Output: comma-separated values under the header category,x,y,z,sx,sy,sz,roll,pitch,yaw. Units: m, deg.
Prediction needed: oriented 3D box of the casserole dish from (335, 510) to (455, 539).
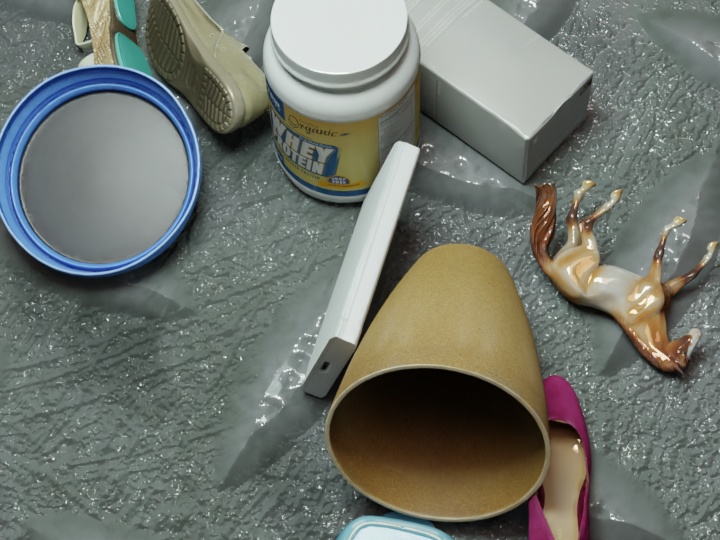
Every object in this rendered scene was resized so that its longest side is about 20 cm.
category,x,y,z,sx,sy,sz,roll,pitch,yaw
casserole dish,0.020,0.286,1.349,0.120,0.039,0.202,10,62,8

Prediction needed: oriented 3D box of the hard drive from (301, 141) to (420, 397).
category,x,y,z,sx,sy,sz,roll,pitch,yaw
hard drive,0.000,0.000,1.456,0.026,0.132,0.201,21,62,-5

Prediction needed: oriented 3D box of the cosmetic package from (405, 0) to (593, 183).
category,x,y,z,sx,sy,sz,roll,pitch,yaw
cosmetic package,0.117,-0.190,1.587,0.200,0.090,0.107,41,69,18

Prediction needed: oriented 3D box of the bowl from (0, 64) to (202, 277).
category,x,y,z,sx,sy,sz,roll,pitch,yaw
bowl,-0.245,-0.092,1.538,0.198,0.039,0.203,-1,79,5

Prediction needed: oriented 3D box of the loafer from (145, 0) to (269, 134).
category,x,y,z,sx,sy,sz,roll,pitch,yaw
loafer,-0.150,-0.207,1.615,0.068,0.076,0.201,-6,48,-37

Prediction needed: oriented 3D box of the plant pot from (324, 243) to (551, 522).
category,x,y,z,sx,sy,sz,roll,pitch,yaw
plant pot,0.075,0.076,1.398,0.184,0.188,0.201,6,43,5

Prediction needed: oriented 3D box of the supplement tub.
category,x,y,z,sx,sy,sz,roll,pitch,yaw
supplement tub,-0.016,-0.171,1.513,0.143,0.201,0.146,-1,60,2

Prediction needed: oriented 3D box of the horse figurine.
category,x,y,z,sx,sy,sz,roll,pitch,yaw
horse figurine,0.232,-0.003,1.490,0.199,0.050,0.133,27,82,7

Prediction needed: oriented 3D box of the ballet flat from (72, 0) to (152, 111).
category,x,y,z,sx,sy,sz,roll,pitch,yaw
ballet flat,-0.252,-0.225,1.641,0.065,0.070,0.201,-25,56,18

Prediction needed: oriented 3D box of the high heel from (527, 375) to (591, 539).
category,x,y,z,sx,sy,sz,roll,pitch,yaw
high heel,0.171,0.168,1.373,0.067,0.096,0.202,4,62,-5
